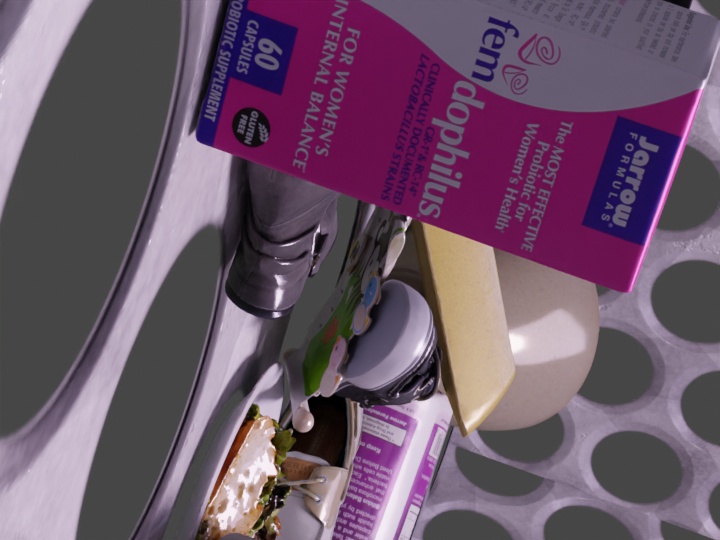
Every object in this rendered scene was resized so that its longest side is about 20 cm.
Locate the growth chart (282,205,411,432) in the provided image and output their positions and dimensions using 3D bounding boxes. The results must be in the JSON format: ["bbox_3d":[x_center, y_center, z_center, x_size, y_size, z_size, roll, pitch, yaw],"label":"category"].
[{"bbox_3d":[0.000,0.000,1.220,0.201,0.018,0.145,-63,-168,4],"label":"growth chart"}]

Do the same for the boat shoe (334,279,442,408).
[{"bbox_3d":[0.019,0.058,1.217,0.070,0.066,0.200,-67,-168,-17],"label":"boat shoe"}]

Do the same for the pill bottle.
[{"bbox_3d":[-0.012,0.173,1.454,0.112,0.112,0.201,72,38,-79],"label":"pill bottle"}]

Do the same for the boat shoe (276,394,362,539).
[{"bbox_3d":[-0.046,0.150,1.320,0.069,0.074,0.201,93,10,-47],"label":"boat shoe"}]

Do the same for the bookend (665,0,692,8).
[{"bbox_3d":[0.162,-0.181,1.508,0.092,0.197,0.201,-19,129,-84],"label":"bookend"}]

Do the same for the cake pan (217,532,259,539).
[{"bbox_3d":[-0.098,0.226,1.058,0.201,0.037,0.201,-55,167,-19],"label":"cake pan"}]

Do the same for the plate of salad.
[{"bbox_3d":[-0.074,0.154,1.172,0.200,0.048,0.202,18,90,-84],"label":"plate of salad"}]

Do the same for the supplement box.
[{"bbox_3d":[0.044,-0.082,0.831,0.103,0.199,0.102,-56,163,-66],"label":"supplement box"}]

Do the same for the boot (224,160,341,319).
[{"bbox_3d":[-0.012,-0.075,1.008,0.200,0.069,0.132,-47,161,-41],"label":"boot"}]

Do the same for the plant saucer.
[{"bbox_3d":[0.069,-0.002,1.381,0.200,0.048,0.202,-103,-179,-81],"label":"plant saucer"}]

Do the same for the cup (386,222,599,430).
[{"bbox_3d":[0.073,0.040,1.575,0.143,0.200,0.202,-7,119,-53],"label":"cup"}]
